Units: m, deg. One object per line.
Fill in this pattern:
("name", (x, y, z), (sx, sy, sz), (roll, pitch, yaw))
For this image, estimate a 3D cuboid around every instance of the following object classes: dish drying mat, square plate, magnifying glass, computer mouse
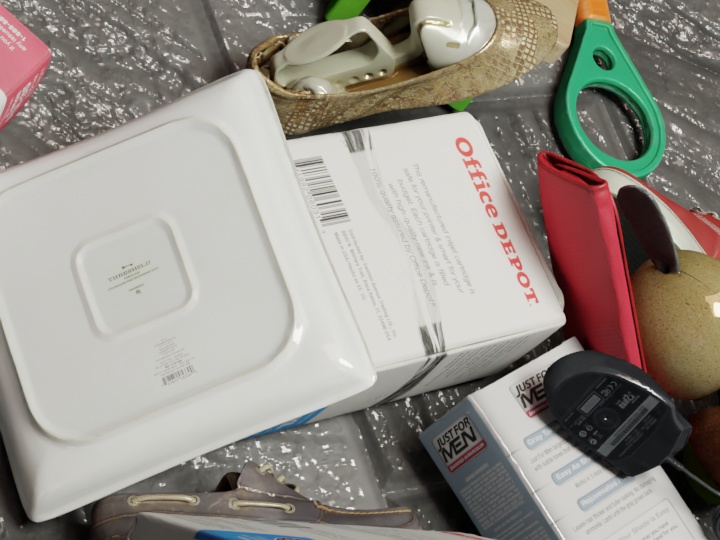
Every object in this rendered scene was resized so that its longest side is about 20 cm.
("dish drying mat", (0.142, 0.030, 1.321), (0.018, 0.077, 0.201), (-24, 117, -22))
("square plate", (-0.116, 0.007, 1.189), (0.199, 0.028, 0.199), (-22, 68, 1))
("magnifying glass", (0.163, -0.150, 1.540), (0.079, 0.022, 0.201), (8, 62, -27))
("computer mouse", (0.189, 0.108, 1.286), (0.200, 0.059, 0.034), (37, 29, -11))

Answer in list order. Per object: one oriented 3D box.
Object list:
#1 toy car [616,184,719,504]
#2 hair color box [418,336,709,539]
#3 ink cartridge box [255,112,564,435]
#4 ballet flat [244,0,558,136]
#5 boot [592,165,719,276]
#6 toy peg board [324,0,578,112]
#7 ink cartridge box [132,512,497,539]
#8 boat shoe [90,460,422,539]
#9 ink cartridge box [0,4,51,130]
("toy car", (0.217, 0.025, 1.342), (0.200, 0.164, 0.158), (44, 70, 0))
("hair color box", (0.133, 0.150, 1.298), (0.099, 0.061, 0.201), (-25, 79, -41))
("ink cartridge box", (0.000, 0.000, 1.300), (0.199, 0.084, 0.147), (-11, 69, -37))
("ballet flat", (0.022, -0.132, 1.349), (0.199, 0.065, 0.071), (-18, 58, 0))
("boot", (0.229, -0.026, 1.487), (0.200, 0.072, 0.145), (41, 48, -16))
("toy peg board", (0.041, -0.218, 1.478), (0.199, 0.098, 0.200), (34, 34, -12))
("ink cartridge box", (0.003, 0.172, 1.098), (0.199, 0.146, 0.085), (8, 87, -31))
("boat shoe", (-0.054, 0.138, 1.201), (0.199, 0.074, 0.074), (-2, 64, -35))
("ink cartridge box", (-0.282, -0.089, 1.181), (0.146, 0.083, 0.200), (42, 49, -5))
